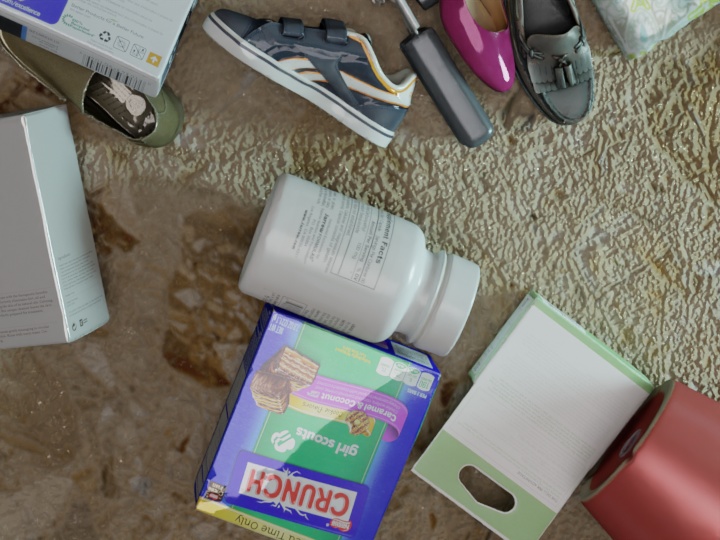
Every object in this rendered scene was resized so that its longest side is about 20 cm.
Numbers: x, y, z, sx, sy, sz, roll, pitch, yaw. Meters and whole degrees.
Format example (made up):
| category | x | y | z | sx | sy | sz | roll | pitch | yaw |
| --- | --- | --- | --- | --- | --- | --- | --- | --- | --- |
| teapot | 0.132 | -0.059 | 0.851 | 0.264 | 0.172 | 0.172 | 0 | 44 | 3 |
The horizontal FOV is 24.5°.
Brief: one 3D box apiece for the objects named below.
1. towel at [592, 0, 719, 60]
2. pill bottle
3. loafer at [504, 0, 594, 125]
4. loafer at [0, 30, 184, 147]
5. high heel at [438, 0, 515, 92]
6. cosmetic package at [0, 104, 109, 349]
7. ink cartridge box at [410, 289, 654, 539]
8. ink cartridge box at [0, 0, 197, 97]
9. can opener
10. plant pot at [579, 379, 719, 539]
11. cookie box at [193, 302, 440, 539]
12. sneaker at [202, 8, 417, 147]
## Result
| category | x | y | z | sx | sy | sz | roll | pitch | yaw |
| --- | --- | --- | --- | --- | --- | --- | --- | --- | --- |
| towel | 0.281 | -0.314 | 1.488 | 0.199 | 0.048 | 0.172 | -33 | 99 | 3 |
| pill bottle | 0.000 | 0.000 | 1.489 | 0.198 | 0.114 | 0.115 | 21 | 98 | -7 |
| loafer | 0.164 | -0.224 | 1.487 | 0.071 | 0.063 | 0.202 | -18 | 100 | -1 |
| loafer | -0.241 | -0.181 | 1.468 | 0.199 | 0.067 | 0.076 | 33 | 96 | -8 |
| high heel | 0.113 | -0.260 | 1.456 | 0.096 | 0.067 | 0.202 | -19 | 99 | 41 |
| cosmetic package | -0.302 | -0.037 | 1.466 | 0.106 | 0.085 | 0.202 | -5 | 100 | 20 |
| ink cartridge box | 0.159 | 0.142 | 1.557 | 0.145 | 0.048 | 0.201 | 36 | 96 | -8 |
| ink cartridge box | -0.232 | -0.277 | 1.446 | 0.196 | 0.043 | 0.202 | 23 | 66 | -7 |
| can opener | 0.066 | -0.205 | 1.490 | 0.066 | 0.053 | 0.201 | -29 | 100 | 0 |
| plant pot | 0.310 | 0.209 | 1.515 | 0.177 | 0.200 | 0.201 | 38 | 96 | 1 |
| cookie box | -0.042 | 0.149 | 1.532 | 0.170 | 0.075 | 0.202 | 21 | 99 | -8 |
| sneaker | -0.041 | -0.192 | 1.475 | 0.199 | 0.079 | 0.080 | 29 | 102 | -19 |
